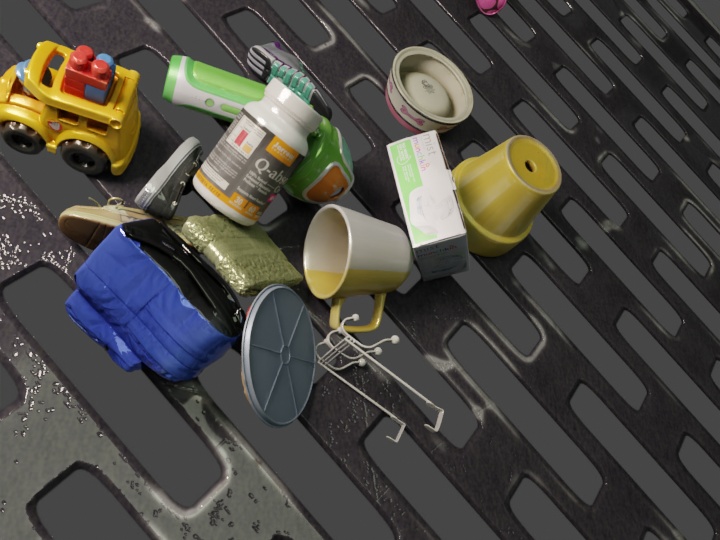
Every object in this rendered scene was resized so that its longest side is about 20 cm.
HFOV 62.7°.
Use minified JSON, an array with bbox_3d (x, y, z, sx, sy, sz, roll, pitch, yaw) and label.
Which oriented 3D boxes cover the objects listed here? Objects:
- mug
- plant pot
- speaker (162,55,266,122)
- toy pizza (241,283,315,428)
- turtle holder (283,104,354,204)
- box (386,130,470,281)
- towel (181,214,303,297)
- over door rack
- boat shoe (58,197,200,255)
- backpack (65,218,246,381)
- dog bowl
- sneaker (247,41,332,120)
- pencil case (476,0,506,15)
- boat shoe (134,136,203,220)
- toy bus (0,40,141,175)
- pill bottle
[{"bbox_3d":[-0.002,-0.009,0.988,0.152,0.188,0.150,5,30,-34],"label":"mug"},{"bbox_3d":[0.279,-0.156,1.153,0.199,0.189,0.203,11,61,-21],"label":"plant pot"},{"bbox_3d":[-0.235,-0.303,1.026,0.198,0.088,0.089,14,60,-20],"label":"speaker"},{"bbox_3d":[-0.120,0.121,0.843,0.200,0.031,0.203,-5,90,-68],"label":"toy pizza"},{"bbox_3d":[-0.087,-0.191,1.029,0.131,0.185,0.142,36,86,-35],"label":"turtle holder"},{"bbox_3d":[0.125,-0.109,1.045,0.096,0.177,0.202,-15,69,8],"label":"box"},{"bbox_3d":[-0.171,-0.023,0.887,0.149,0.036,0.200,47,15,9],"label":"towel"},{"bbox_3d":[0.029,0.160,0.891,0.200,0.148,0.067,47,60,2],"label":"over door rack"},{"bbox_3d":[-0.333,-0.061,0.867,0.198,0.073,0.063,15,53,-33],"label":"boat shoe"},{"bbox_3d":[-0.261,0.051,0.784,0.200,0.168,0.163,43,10,-7],"label":"backpack"},{"bbox_3d":[0.140,-0.375,1.263,0.198,0.074,0.202,11,61,-21],"label":"dog bowl"},{"bbox_3d":[-0.117,-0.367,1.128,0.200,0.074,0.088,43,49,-1],"label":"sneaker"},{"bbox_3d":[0.336,-0.777,1.560,0.094,0.090,0.202,39,43,-49],"label":"pencil case"},{"bbox_3d":[-0.281,-0.140,0.910,0.056,0.069,0.201,37,32,-17],"label":"boat shoe"},{"bbox_3d":[-0.417,-0.253,0.842,0.198,0.192,0.137,16,61,-17],"label":"toy bus"},{"bbox_3d":[-0.152,-0.178,0.889,0.116,0.116,0.201,38,99,-5],"label":"pill bottle"}]
